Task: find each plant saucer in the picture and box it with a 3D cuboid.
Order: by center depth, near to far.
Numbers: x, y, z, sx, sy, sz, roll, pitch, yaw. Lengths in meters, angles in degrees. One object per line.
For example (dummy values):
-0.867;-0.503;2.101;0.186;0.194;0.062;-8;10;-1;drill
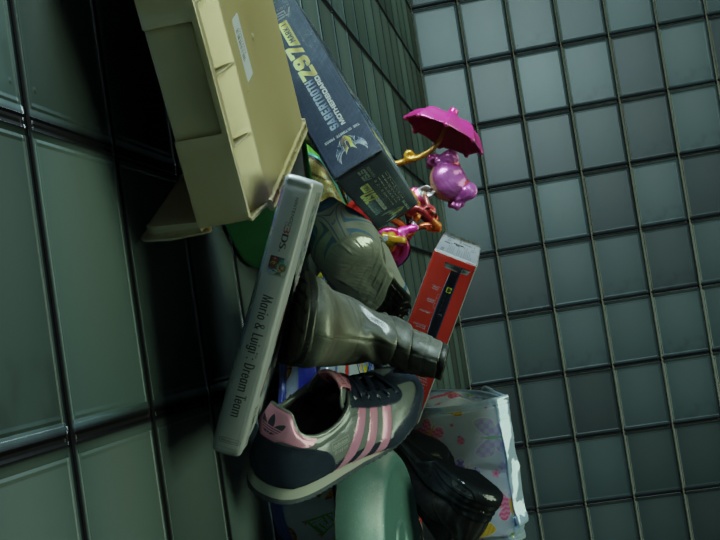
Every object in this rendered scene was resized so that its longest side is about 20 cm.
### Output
0.021;0.232;0.988;0.200;0.036;0.202;-6;90;-77;plant saucer

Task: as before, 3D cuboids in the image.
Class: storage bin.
-0.113;-0.149;0.789;0.199;0.093;0.202;-77;156;-65;storage bin

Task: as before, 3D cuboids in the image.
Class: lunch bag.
-0.033;0.158;1.042;0.161;0.075;0.202;66;18;-50;lunch bag
0.104;0.227;1.357;0.126;0.199;0.171;-13;93;-45;lunch bag

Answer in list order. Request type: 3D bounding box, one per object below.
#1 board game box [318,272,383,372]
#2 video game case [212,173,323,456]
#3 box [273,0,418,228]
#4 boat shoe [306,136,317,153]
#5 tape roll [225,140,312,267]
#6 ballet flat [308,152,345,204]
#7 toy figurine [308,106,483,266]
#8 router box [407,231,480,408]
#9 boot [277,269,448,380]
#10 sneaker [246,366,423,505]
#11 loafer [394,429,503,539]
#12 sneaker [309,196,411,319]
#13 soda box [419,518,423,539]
-0.016;0.105;1.246;0.200;0.056;0.167;-72;153;-71;board game box
-0.062;0.023;0.839;0.200;0.023;0.184;-86;-168;-86;video game case
-0.020;-0.131;1.022;0.159;0.051;0.200;60;5;13;box
-0.055;-0.159;1.203;0.200;0.071;0.077;50;44;-33;boat shoe
-0.088;-0.105;1.035;0.200;0.048;0.203;-9;90;-81;tape roll
-0.030;-0.036;1.214;0.071;0.070;0.200;-91;156;-42;ballet flat
0.058;-0.100;1.334;0.201;0.183;0.150;63;6;10;toy figurine
0.079;0.057;1.302;0.200;0.048;0.181;-46;156;-81;router box
0.009;0.049;0.887;0.200;0.129;0.068;-152;-102;-89;boot
-0.009;0.108;0.929;0.199;0.070;0.083;-30;137;-49;sneaker
0.055;0.198;1.102;0.073;0.072;0.200;-66;-154;5;loafer
0.000;0.000;1.110;0.200;0.071;0.073;66;2;-58;sneaker
0.023;0.243;1.216;0.200;0.070;0.064;-93;160;-66;soda box
